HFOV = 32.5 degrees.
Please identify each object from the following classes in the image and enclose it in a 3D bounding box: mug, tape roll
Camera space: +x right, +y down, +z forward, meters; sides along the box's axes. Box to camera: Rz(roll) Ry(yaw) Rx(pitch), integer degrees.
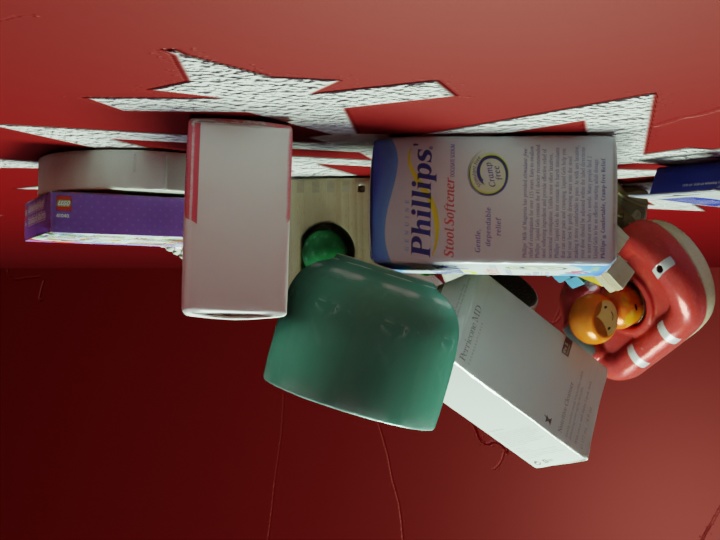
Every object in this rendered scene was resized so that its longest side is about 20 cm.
[{"bbox_3d":[-0.005,0.050,1.031,0.184,0.116,0.151,18,-179,45],"label":"mug"},{"bbox_3d":[-0.208,-0.084,1.183,0.199,0.038,0.203,1,178,0],"label":"tape roll"}]

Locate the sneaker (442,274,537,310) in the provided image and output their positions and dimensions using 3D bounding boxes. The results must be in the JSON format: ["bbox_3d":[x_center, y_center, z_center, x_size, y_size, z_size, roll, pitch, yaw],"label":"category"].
[{"bbox_3d":[0.112,0.007,1.384,0.072,0.086,0.201,-13,-131,-32],"label":"sneaker"}]

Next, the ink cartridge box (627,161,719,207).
[{"bbox_3d":[0.346,-0.079,1.154,0.198,0.038,0.094,-1,180,-41],"label":"ink cartridge box"}]

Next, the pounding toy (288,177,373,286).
[{"bbox_3d":[0.000,0.000,1.322,0.139,0.188,0.200,0,177,12],"label":"pounding toy"}]

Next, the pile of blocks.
[{"bbox_3d":[0.185,-0.038,1.210,0.198,0.062,0.083,29,154,28],"label":"pile of blocks"}]

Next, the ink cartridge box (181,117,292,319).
[{"bbox_3d":[-0.102,-0.034,1.003,0.083,0.149,0.200,2,178,-9],"label":"ink cartridge box"}]

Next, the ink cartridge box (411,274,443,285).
[{"bbox_3d":[0.015,-0.004,1.673,0.197,0.047,0.199,43,-161,28],"label":"ink cartridge box"}]

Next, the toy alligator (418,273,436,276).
[{"bbox_3d":[0.096,-0.021,1.230,0.059,0.054,0.199,49,155,-19],"label":"toy alligator"}]

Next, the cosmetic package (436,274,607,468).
[{"bbox_3d":[0.152,0.103,1.265,0.199,0.114,0.081,36,147,-26],"label":"cosmetic package"}]

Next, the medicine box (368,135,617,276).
[{"bbox_3d":[0.116,-0.051,1.060,0.196,0.105,0.182,0,177,9],"label":"medicine box"}]

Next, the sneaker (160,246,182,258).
[{"bbox_3d":[-0.210,-0.052,1.437,0.197,0.082,0.076,4,178,-26],"label":"sneaker"}]

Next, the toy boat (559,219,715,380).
[{"bbox_3d":[0.268,0.038,1.287,0.130,0.132,0.200,-20,160,-38],"label":"toy boat"}]

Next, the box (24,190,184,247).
[{"bbox_3d":[-0.206,-0.046,1.163,0.197,0.040,0.136,2,177,-25],"label":"box"}]

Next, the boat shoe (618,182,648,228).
[{"bbox_3d":[0.244,-0.059,1.302,0.072,0.064,0.199,-1,177,35],"label":"boat shoe"}]
